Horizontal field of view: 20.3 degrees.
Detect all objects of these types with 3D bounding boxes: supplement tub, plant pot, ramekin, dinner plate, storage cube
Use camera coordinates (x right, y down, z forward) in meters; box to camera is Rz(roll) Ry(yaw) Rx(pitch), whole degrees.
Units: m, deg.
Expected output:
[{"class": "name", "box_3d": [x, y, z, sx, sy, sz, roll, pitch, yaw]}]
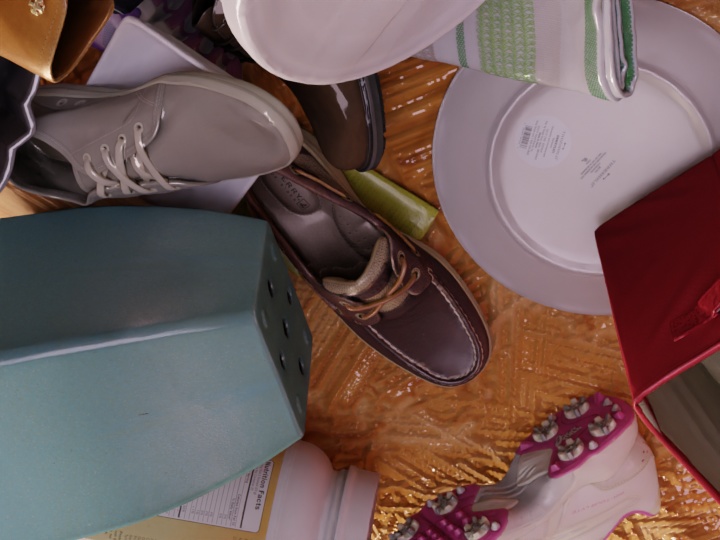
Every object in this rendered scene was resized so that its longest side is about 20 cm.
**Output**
[{"class": "supplement tub", "box_3d": [-0.095, 0.166, 1.226, 0.200, 0.144, 0.145, 10, 113, 2]}, {"class": "plant pot", "box_3d": [-0.134, 0.050, 1.105, 0.200, 0.141, 0.141, -12, 125, 11]}, {"class": "ramekin", "box_3d": [0.000, -0.192, 0.948, 0.094, 0.202, 0.202, 50, 115, 27]}, {"class": "dinner plate", "box_3d": [0.141, -0.062, 1.170, 0.200, 0.024, 0.200, 3, 112, 6]}, {"class": "storage cube", "box_3d": [0.253, 0.033, 1.096, 0.171, 0.180, 0.200, -37, 116, 19]}]

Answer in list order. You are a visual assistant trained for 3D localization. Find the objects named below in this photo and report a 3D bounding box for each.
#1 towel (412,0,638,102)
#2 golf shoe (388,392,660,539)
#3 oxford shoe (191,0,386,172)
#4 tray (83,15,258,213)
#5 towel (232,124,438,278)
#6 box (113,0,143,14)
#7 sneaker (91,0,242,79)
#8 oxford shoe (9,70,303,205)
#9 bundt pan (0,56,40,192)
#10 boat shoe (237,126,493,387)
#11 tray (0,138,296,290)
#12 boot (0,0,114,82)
[{"class": "towel", "box_3d": [0.054, -0.172, 1.068, 0.200, 0.031, 0.149, 15, 125, 35]}, {"class": "golf shoe", "box_3d": [0.098, 0.163, 1.225, 0.200, 0.075, 0.092, -34, 118, 1]}, {"class": "oxford shoe", "box_3d": [-0.053, -0.136, 1.121, 0.084, 0.073, 0.200, -33, 102, -23]}, {"class": "tray", "box_3d": [-0.113, -0.070, 1.137, 0.107, 0.022, 0.200, 33, 147, -7]}, {"class": "towel", "box_3d": [-0.059, -0.053, 1.199, 0.200, 0.018, 0.086, 31, 113, -7]}, {"class": "box", "box_3d": [-0.128, -0.272, 1.014, 0.200, 0.123, 0.198, -43, 86, 5]}, {"class": "sneaker", "box_3d": [-0.154, -0.156, 1.140, 0.088, 0.080, 0.200, -40, 97, 25]}, {"class": "oxford shoe", "box_3d": [-0.117, -0.065, 1.076, 0.200, 0.058, 0.075, 1, 136, 34]}, {"class": "bundt pan", "box_3d": [-0.271, -0.109, 1.057, 0.202, 0.076, 0.202, -4, 107, -14]}, {"class": "boat shoe", "box_3d": [0.000, 0.000, 1.169, 0.072, 0.072, 0.200, -38, 103, 14]}, {"class": "tray", "box_3d": [-0.145, -0.007, 1.191, 0.200, 0.037, 0.099, 30, 150, -7]}, {"class": "boot", "box_3d": [-0.195, -0.127, 0.945, 0.144, 0.071, 0.201, 42, 112, 18]}]
